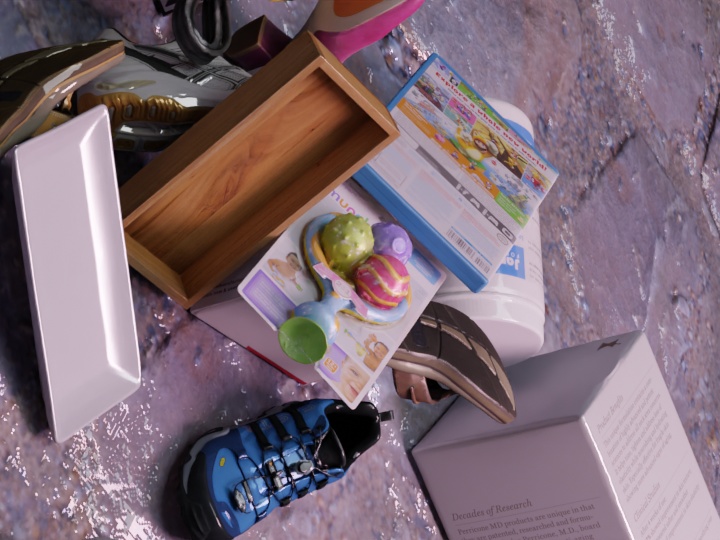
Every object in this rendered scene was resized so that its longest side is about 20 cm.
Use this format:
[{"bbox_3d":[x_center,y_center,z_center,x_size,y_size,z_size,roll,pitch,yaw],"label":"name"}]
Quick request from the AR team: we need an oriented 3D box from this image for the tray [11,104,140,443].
[{"bbox_3d":[-0.189,0.001,1.449,0.107,0.022,0.202,-37,126,-57],"label":"tray"}]

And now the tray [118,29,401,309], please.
[{"bbox_3d":[-0.080,-0.068,1.540,0.099,0.200,0.037,41,17,-42],"label":"tray"}]

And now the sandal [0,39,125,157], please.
[{"bbox_3d":[-0.221,-0.098,1.448,0.200,0.080,0.054,-52,136,-50],"label":"sandal"}]

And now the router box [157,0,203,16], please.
[{"bbox_3d":[-0.113,-0.298,1.722,0.200,0.052,0.158,-37,107,-56],"label":"router box"}]

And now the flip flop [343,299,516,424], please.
[{"bbox_3d":[0.036,0.064,1.638,0.199,0.058,0.081,22,39,-34],"label":"flip flop"}]

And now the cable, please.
[{"bbox_3d":[-0.091,-0.218,1.601,0.098,0.050,0.200,62,22,-14],"label":"cable"}]

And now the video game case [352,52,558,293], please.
[{"bbox_3d":[0.073,-0.079,1.718,0.143,0.018,0.200,43,34,-4],"label":"video game case"}]

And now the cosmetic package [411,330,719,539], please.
[{"bbox_3d":[0.176,0.186,1.851,0.167,0.165,0.201,-42,113,-56],"label":"cosmetic package"}]

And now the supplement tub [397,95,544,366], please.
[{"bbox_3d":[0.084,-0.031,1.837,0.132,0.131,0.202,27,53,-50],"label":"supplement tub"}]

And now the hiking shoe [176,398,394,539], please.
[{"bbox_3d":[-0.058,0.132,1.582,0.200,0.086,0.075,-36,107,-57],"label":"hiking shoe"}]

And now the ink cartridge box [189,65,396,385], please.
[{"bbox_3d":[-0.045,-0.037,1.680,0.145,0.084,0.201,36,49,-45],"label":"ink cartridge box"}]

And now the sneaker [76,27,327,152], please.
[{"bbox_3d":[-0.102,-0.129,1.579,0.199,0.076,0.088,9,51,-21],"label":"sneaker"}]

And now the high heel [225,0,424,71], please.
[{"bbox_3d":[-0.006,-0.169,1.694,0.096,0.199,0.068,39,46,-34],"label":"high heel"}]

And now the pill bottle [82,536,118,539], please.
[{"bbox_3d":[-0.122,0.257,1.404,0.200,0.109,0.110,42,43,-40],"label":"pill bottle"}]

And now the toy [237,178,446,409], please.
[{"bbox_3d":[0.000,0.000,1.570,0.115,0.047,0.200,45,37,-5],"label":"toy"}]
